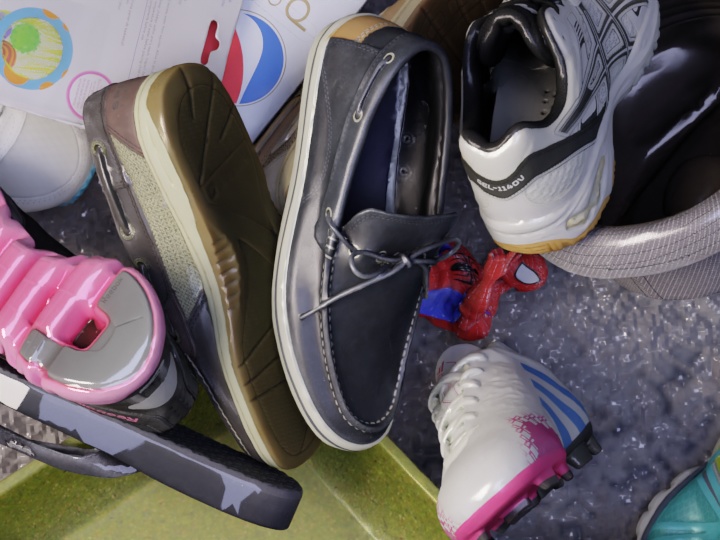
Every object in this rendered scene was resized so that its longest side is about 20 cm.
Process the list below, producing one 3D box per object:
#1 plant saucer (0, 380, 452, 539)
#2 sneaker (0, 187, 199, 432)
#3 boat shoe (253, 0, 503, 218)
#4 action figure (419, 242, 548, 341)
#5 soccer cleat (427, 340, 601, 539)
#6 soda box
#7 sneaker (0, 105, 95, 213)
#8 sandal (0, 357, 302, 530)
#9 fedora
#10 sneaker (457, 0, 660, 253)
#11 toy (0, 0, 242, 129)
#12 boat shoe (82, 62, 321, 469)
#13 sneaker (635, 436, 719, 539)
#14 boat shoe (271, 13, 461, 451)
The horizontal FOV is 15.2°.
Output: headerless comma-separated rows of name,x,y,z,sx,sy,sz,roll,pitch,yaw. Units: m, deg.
plant saucer,-0.060,0.145,1.278,0.200,0.048,0.200,-33,64,-26
sneaker,-0.149,0.015,1.235,0.200,0.095,0.079,35,86,34
boat shoe,0.009,-0.092,1.308,0.200,0.064,0.071,-47,127,-32
action figure,0.000,0.000,1.304,0.200,0.099,0.065,-7,57,-15
soccer cleat,0.058,0.078,1.278,0.070,0.200,0.086,-42,84,11
soda box,-0.043,-0.124,1.311,0.064,0.068,0.200,38,86,-5
sneaker,-0.217,-0.087,1.281,0.200,0.081,0.077,28,86,-10
sandal,-0.126,0.080,1.250,0.200,0.076,0.043,25,96,9
fedora,0.162,-0.064,1.318,0.090,0.177,0.200,52,49,-45
sneaker,0.091,-0.109,1.269,0.076,0.088,0.200,-7,52,23
toy,-0.158,-0.129,1.249,0.200,0.047,0.115,17,79,-20
boat shoe,-0.071,-0.001,1.239,0.072,0.066,0.201,-45,124,-44
sneaker,0.199,0.118,1.353,0.077,0.080,0.200,33,88,-9
boat shoe,0.006,-0.016,1.223,0.075,0.062,0.200,1,96,-44
